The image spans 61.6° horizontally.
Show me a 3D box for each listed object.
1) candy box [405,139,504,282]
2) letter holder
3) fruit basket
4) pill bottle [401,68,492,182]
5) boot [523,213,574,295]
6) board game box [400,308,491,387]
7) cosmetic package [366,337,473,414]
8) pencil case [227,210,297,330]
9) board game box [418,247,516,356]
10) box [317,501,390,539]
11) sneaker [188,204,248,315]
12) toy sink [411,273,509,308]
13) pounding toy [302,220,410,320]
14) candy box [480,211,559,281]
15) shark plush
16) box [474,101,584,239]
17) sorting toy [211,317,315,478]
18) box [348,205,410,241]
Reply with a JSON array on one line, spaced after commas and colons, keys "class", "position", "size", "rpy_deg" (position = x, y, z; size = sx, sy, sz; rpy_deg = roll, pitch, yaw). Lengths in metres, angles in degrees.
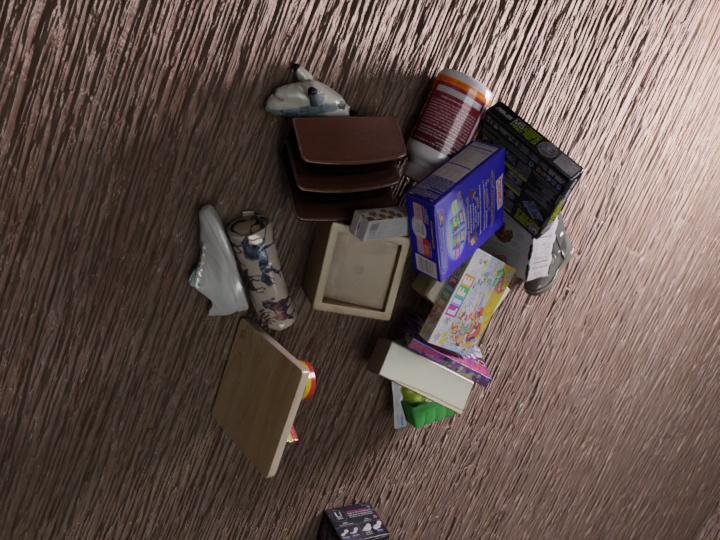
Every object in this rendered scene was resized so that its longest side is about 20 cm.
[{"class": "candy box", "position": [0.175, -0.109, 1.083], "size": [0.199, 0.076, 0.172], "rpy_deg": [-37, 136, -27]}, {"class": "letter holder", "position": [-0.023, -0.170, 1.017], "size": [0.195, 0.101, 0.146], "rpy_deg": [-8, 70, -26]}, {"class": "fruit basket", "position": [0.143, 0.233, 1.343], "size": [0.181, 0.093, 0.207], "rpy_deg": [-13, 101, -25]}, {"class": "pill bottle", "position": [0.154, -0.254, 1.117], "size": [0.111, 0.113, 0.204], "rpy_deg": [20, 99, -34]}, {"class": "boot", "position": [0.407, -0.070, 1.362], "size": [0.183, 0.072, 0.202], "rpy_deg": [-49, 133, -20]}, {"class": "board game box", "position": [0.177, 0.160, 1.261], "size": [0.196, 0.121, 0.033], "rpy_deg": [28, 116, -16]}, {"class": "cosmetic package", "position": [0.120, 0.214, 1.234], "size": [0.196, 0.103, 0.075], "rpy_deg": [26, 82, -11]}, {"class": "pencil case", "position": [-0.170, 0.001, 1.056], "size": [0.076, 0.090, 0.205], "rpy_deg": [-18, 117, -9]}, {"class": "board game box", "position": [0.212, 0.061, 1.192], "size": [0.132, 0.034, 0.204], "rpy_deg": [20, 100, -38]}, {"class": "box", "position": [-0.027, 0.660, 1.391], "size": [0.129, 0.114, 0.206], "rpy_deg": [2, 110, -31]}, {"class": "sneaker", "position": [-0.253, -0.008, 1.019], "size": [0.086, 0.076, 0.205], "rpy_deg": [-16, 119, -9]}, {"class": "toy sink", "position": [0.195, 0.024, 1.257], "size": [0.199, 0.112, 0.132], "rpy_deg": [37, 90, -40]}, {"class": "pounding toy", "position": [0.000, 0.000, 1.139], "size": [0.194, 0.142, 0.189], "rpy_deg": [10, 105, -21]}, {"class": "candy box", "position": [0.318, -0.105, 1.236], "size": [0.070, 0.167, 0.206], "rpy_deg": [-10, 116, -30]}, {"class": "shark plush", "position": [-0.069, -0.274, 1.035], "size": [0.198, 0.092, 0.084], "rpy_deg": [8, 128, -53]}, {"class": "box", "position": [0.286, -0.180, 1.094], "size": [0.044, 0.200, 0.162], "rpy_deg": [-32, 156, -26]}, {"class": "sorting toy", "position": [-0.167, 0.222, 1.088], "size": [0.069, 0.197, 0.205], "rpy_deg": [8, 107, -47]}, {"class": "box", "position": [0.061, -0.085, 1.057], "size": [0.197, 0.038, 0.042], "rpy_deg": [-12, 132, -47]}]
